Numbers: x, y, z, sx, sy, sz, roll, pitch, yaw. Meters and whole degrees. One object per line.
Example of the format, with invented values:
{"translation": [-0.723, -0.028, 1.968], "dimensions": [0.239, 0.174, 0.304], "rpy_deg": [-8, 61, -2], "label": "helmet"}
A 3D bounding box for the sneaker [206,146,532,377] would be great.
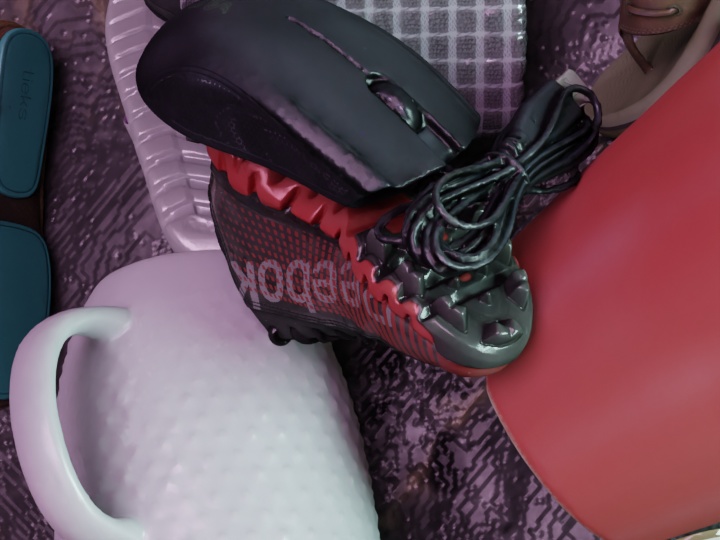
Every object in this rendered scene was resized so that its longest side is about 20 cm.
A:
{"translation": [0.000, 0.000, 1.193], "dimensions": [0.200, 0.071, 0.098], "rpy_deg": [38, 132, 38], "label": "sneaker"}

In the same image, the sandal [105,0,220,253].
{"translation": [-0.082, -0.084, 1.352], "dimensions": [0.082, 0.050, 0.203], "rpy_deg": [-4, 61, -1], "label": "sandal"}

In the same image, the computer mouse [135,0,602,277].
{"translation": [-0.005, -0.078, 1.169], "dimensions": [0.199, 0.138, 0.053], "rpy_deg": [22, 131, 22], "label": "computer mouse"}

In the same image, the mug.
{"translation": [-0.085, 0.082, 1.248], "dimensions": [0.147, 0.200, 0.176], "rpy_deg": [-20, 68, 31], "label": "mug"}

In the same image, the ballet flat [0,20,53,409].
{"translation": [-0.196, -0.026, 1.385], "dimensions": [0.072, 0.068, 0.201], "rpy_deg": [-9, 76, 39], "label": "ballet flat"}

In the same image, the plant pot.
{"translation": [0.155, 0.017, 1.184], "dimensions": [0.177, 0.200, 0.201], "rpy_deg": [-33, 70, 22], "label": "plant pot"}

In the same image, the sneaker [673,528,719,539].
{"translation": [0.096, 0.185, 1.231], "dimensions": [0.200, 0.067, 0.090], "rpy_deg": [-23, 81, 19], "label": "sneaker"}

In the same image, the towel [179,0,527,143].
{"translation": [-0.005, -0.158, 1.266], "dimensions": [0.165, 0.086, 0.201], "rpy_deg": [-2, 103, -3], "label": "towel"}

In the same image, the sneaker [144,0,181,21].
{"translation": [-0.049, -0.211, 1.333], "dimensions": [0.074, 0.085, 0.200], "rpy_deg": [29, 79, 21], "label": "sneaker"}

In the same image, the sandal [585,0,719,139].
{"translation": [0.152, -0.133, 1.224], "dimensions": [0.057, 0.201, 0.080], "rpy_deg": [31, 50, -5], "label": "sandal"}
